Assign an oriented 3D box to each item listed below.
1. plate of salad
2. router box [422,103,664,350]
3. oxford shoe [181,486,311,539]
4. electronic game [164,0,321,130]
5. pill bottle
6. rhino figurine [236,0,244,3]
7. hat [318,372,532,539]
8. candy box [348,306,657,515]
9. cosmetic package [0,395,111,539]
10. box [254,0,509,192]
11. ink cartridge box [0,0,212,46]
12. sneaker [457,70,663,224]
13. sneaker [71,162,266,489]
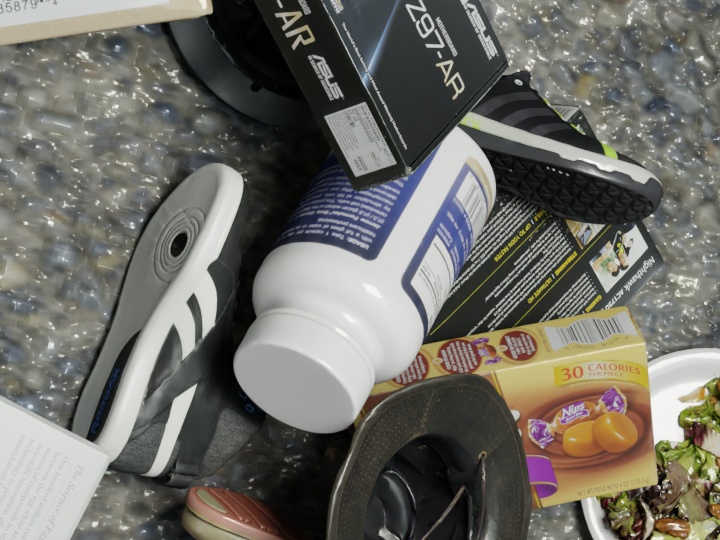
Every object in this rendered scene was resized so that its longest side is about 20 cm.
[{"bbox_3d":[0.263,0.156,1.347,0.199,0.048,0.201,0,80,-2],"label":"plate of salad"},{"bbox_3d":[0.110,0.002,1.276,0.200,0.051,0.149,-44,119,-20],"label":"router box"},{"bbox_3d":[-0.052,0.205,1.181,0.200,0.071,0.074,37,90,-37],"label":"oxford shoe"},{"bbox_3d":[-0.035,-0.191,1.163,0.199,0.042,0.201,-2,96,-24],"label":"electronic game"},{"bbox_3d":[0.000,0.000,1.127,0.111,0.111,0.200,52,48,-27],"label":"pill bottle"},{"bbox_3d":[-0.096,-0.233,1.083,0.087,0.060,0.200,-44,98,-12],"label":"rhino figurine"},{"bbox_3d":[0.022,0.147,1.141,0.200,0.081,0.201,-18,116,-41],"label":"hat"},{"bbox_3d":[0.093,0.102,1.215,0.199,0.057,0.117,-11,118,-4],"label":"candy box"},{"bbox_3d":[-0.282,0.139,1.000,0.200,0.123,0.200,33,79,-30],"label":"cosmetic package"},{"bbox_3d":[0.002,-0.170,1.073,0.200,0.043,0.160,63,37,-16],"label":"box"},{"bbox_3d":[-0.192,-0.209,1.003,0.199,0.075,0.165,-10,103,-8],"label":"ink cartridge box"},{"bbox_3d":[0.112,-0.098,1.207,0.199,0.072,0.083,20,66,4],"label":"sneaker"},{"bbox_3d":[-0.096,0.040,1.144,0.112,0.073,0.201,25,91,-36],"label":"sneaker"}]
